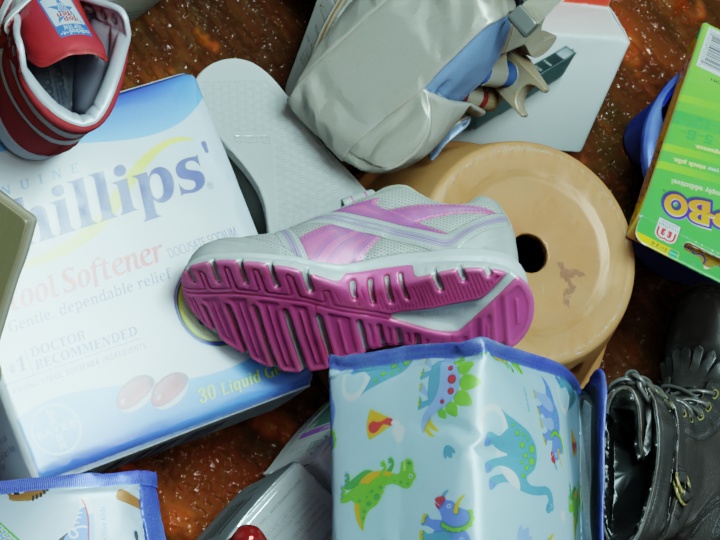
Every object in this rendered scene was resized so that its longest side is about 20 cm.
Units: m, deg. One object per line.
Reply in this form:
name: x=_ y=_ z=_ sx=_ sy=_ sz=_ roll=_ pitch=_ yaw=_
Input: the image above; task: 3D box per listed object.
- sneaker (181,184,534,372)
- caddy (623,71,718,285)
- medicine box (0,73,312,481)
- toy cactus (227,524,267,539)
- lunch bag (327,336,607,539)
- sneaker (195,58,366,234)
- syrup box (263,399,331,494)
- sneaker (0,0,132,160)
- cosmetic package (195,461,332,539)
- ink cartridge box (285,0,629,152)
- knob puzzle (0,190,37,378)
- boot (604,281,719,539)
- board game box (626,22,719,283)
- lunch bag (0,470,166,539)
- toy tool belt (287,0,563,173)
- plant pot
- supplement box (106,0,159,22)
sneaker: x=0.000 y=0.000 z=1.543 sx=0.200 sy=0.081 sz=0.088 roll=1 pitch=41 yaw=7
caddy: x=0.264 y=-0.061 z=1.767 sx=0.200 sy=0.105 sz=0.142 roll=5 pitch=75 yaw=-19
medicine box: x=-0.155 y=0.012 z=1.595 sx=0.182 sy=0.103 sz=0.200 roll=-20 pitch=84 yaw=-24
toy cactus: x=-0.043 y=0.240 z=1.523 sx=0.165 sy=0.200 sz=0.102 roll=26 pitch=28 yaw=-1
lunch bag: x=0.077 y=0.137 z=1.524 sx=0.200 sy=0.127 sz=0.170 roll=22 pitch=66 yaw=-57
sneaker: x=-0.039 y=-0.025 z=1.640 sx=0.071 sy=0.099 sz=0.200 roll=-26 pitch=69 yaw=-17
syrup box: x=0.045 y=0.161 z=1.630 sx=0.200 sy=0.079 sz=0.081 roll=48 pitch=62 yaw=-9
sneaker: x=-0.185 y=-0.161 z=1.494 sx=0.071 sy=0.112 sz=0.200 roll=-22 pitch=96 yaw=-23
cosmetic package: x=-0.004 y=0.211 z=1.600 sx=0.200 sy=0.102 sz=0.074 roll=45 pitch=67 yaw=-5
ink cartridge box: x=0.073 y=-0.158 z=1.687 sx=0.200 sy=0.174 sz=0.044 roll=3 pitch=41 yaw=-23
knob puzzle: x=-0.268 y=0.009 z=1.530 sx=0.030 sy=0.220 sz=0.220 roll=-17 pitch=81 yaw=-55
boot: x=0.192 y=0.088 z=1.668 sx=0.069 sy=0.174 sz=0.200 roll=-4 pitch=75 yaw=24
board game box: x=0.226 y=-0.062 z=1.669 sx=0.095 sy=0.030 sz=0.200 roll=26 pitch=46 yaw=-3
lunch bag: x=-0.195 y=0.203 z=1.487 sx=0.200 sy=0.124 sz=0.170 roll=-11 pitch=77 yaw=15
toy tool belt: x=0.058 y=-0.143 z=1.609 sx=0.200 sy=0.123 sz=0.125 roll=-45 pitch=75 yaw=18
plant pot: x=0.076 y=0.005 z=1.663 sx=0.200 sy=0.140 sz=0.200 roll=5 pitch=73 yaw=-19
supplement box: x=-0.120 y=-0.210 z=1.604 sx=0.200 sy=0.126 sz=0.074 roll=-35 pitch=89 yaw=13
